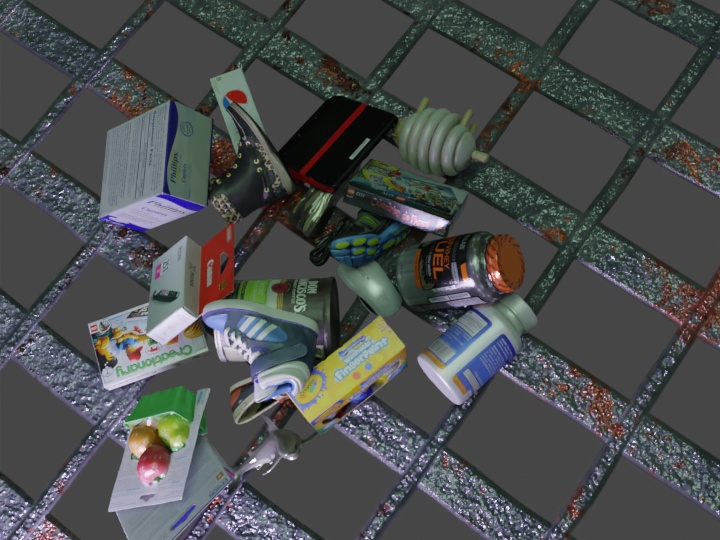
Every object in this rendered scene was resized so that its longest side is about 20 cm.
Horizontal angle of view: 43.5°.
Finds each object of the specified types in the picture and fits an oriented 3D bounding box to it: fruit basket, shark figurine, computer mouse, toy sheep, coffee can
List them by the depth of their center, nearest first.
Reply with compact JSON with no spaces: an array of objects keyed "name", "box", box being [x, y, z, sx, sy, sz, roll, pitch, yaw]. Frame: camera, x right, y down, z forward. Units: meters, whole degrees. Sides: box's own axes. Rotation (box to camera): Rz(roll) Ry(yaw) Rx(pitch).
[{"name":"fruit basket","box":[-0.336,0.304,1.523,0.185,0.094,0.200,-19,53,33]},{"name":"shark figurine","box":[-0.165,0.294,1.533,0.214,0.128,0.090,-31,92,38]},{"name":"coffee can","box":[-0.142,0.087,1.575,0.200,0.146,0.147,-2,72,4]},{"name":"computer mouse","box":[0.000,0.000,1.644,0.110,0.044,0.200,-41,74,-9]},{"name":"toy sheep","box":[0.146,-0.238,1.663,0.200,0.138,0.138,19,74,28]}]

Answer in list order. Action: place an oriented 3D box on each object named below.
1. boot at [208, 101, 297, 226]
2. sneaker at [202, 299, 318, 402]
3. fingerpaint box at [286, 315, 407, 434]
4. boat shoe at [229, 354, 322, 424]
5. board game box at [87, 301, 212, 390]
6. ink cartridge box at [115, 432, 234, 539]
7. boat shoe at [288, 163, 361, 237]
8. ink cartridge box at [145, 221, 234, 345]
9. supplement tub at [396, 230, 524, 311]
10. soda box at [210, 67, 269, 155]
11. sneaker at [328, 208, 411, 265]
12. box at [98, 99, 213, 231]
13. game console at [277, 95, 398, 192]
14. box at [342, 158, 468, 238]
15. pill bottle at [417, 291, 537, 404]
[{"name":"boot","box":[-0.226,-0.192,1.649,0.150,0.073,0.200,-34,94,3]},{"name":"sneaker","box":[-0.172,0.133,1.436,0.200,0.081,0.147,10,60,5]},{"name":"fingerpaint box","box":[-0.017,0.182,1.525,0.200,0.167,0.073,-38,73,-8]},{"name":"boat shoe","box":[-0.144,0.202,1.550,0.200,0.071,0.063,-27,52,24]},{"name":"board game box","box":[-0.383,0.125,1.641,0.200,0.035,0.126,-20,72,-2]},{"name":"ink cartridge box","box":[-0.302,0.379,1.489,0.196,0.043,0.200,-45,32,-8]},{"name":"boat shoe","box":[-0.067,-0.159,1.685,0.073,0.075,0.200,30,76,13]},{"name":"ink cartridge box","box":[-0.297,0.010,1.582,0.174,0.044,0.200,-37,35,21]},{"name":"supplement tub","box":[0.171,0.001,1.547,0.200,0.122,0.123,-11,68,37]},{"name":"soda box","box":[-0.225,-0.286,1.742,0.068,0.064,0.200,-21,73,-1]},{"name":"sneaker","box":[0.012,-0.070,1.626,0.083,0.071,0.200,38,45,25]},{"name":"box","box":[-0.375,-0.187,1.655,0.200,0.105,0.184,-14,68,39]},{"name":"game console","box":[-0.048,-0.240,1.690,0.177,0.031,0.200,28,70,36]},{"name":"box","box":[0.084,-0.134,1.640,0.200,0.038,0.137,20,33,11]},{"name":"pill bottle","box":[0.206,0.126,1.553,0.200,0.112,0.112,-40,74,-8]}]
